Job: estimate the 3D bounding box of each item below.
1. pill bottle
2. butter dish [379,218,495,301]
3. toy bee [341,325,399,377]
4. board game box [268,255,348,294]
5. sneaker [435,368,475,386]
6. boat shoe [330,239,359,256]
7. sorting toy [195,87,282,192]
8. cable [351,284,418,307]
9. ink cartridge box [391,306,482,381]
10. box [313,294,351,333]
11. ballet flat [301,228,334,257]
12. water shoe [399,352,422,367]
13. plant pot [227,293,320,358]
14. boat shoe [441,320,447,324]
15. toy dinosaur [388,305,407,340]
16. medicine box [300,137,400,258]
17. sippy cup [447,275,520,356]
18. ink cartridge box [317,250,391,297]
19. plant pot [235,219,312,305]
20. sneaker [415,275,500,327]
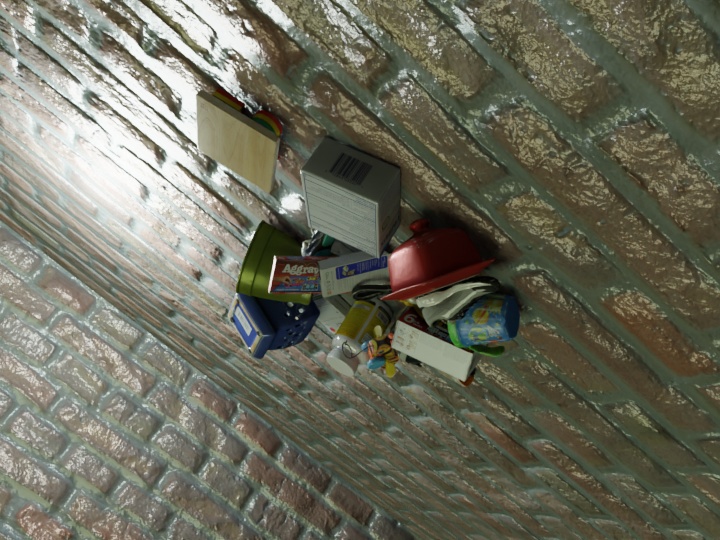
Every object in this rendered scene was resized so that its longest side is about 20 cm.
[{"bbox_3d":[-0.005,0.173,1.934,0.111,0.201,0.113,26,152,15],"label":"pill bottle"},{"bbox_3d":[0.140,-0.034,1.501,0.199,0.198,0.150,-22,85,60],"label":"butter dish"},{"bbox_3d":[0.055,0.203,1.821,0.108,0.200,0.132,-29,83,21],"label":"toy bee"},{"bbox_3d":[-0.113,0.011,1.719,0.197,0.020,0.104,0,129,-21],"label":"board game box"},{"bbox_3d":[0.214,0.236,1.940,0.200,0.076,0.091,49,154,-25],"label":"sneaker"},{"bbox_3d":[-0.026,-0.017,1.789,0.199,0.070,0.071,39,153,-8],"label":"boat shoe"},{"bbox_3d":[-0.256,-0.293,1.592,0.197,0.070,0.200,32,153,4],"label":"sorting toy"},{"bbox_3d":[0.081,0.054,1.724,0.197,0.051,0.097,0,150,-19],"label":"cable"},{"bbox_3d":[0.203,0.157,1.774,0.198,0.175,0.085,23,119,19],"label":"ink cartridge box"},{"bbox_3d":[-0.103,0.100,2.100,0.200,0.041,0.155,44,153,-16],"label":"box"},{"bbox_3d":[-0.098,-0.066,1.726,0.072,0.073,0.201,30,120,5],"label":"ballet flat"},{"bbox_3d":[0.156,0.201,1.957,0.078,0.072,0.200,25,159,7],"label":"water shoe"},{"bbox_3d":[-0.254,0.117,2.048,0.201,0.178,0.200,56,148,14],"label":"plant pot"},{"bbox_3d":[0.155,0.032,1.668,0.204,0.074,0.075,59,-174,-11],"label":"boat shoe"},{"bbox_3d":[0.096,0.164,1.931,0.047,0.089,0.201,18,152,7],"label":"toy dinosaur"},{"bbox_3d":[-0.017,-0.148,1.528,0.180,0.104,0.201,25,152,17],"label":"medicine box"},{"bbox_3d":[0.275,0.102,1.602,0.129,0.142,0.177,-1,159,32],"label":"sippy cup"},{"bbox_3d":[0.000,0.000,1.711,0.197,0.037,0.095,-12,136,-8],"label":"ink cartridge box"},{"bbox_3d":[-0.199,-0.002,1.901,0.191,0.202,0.201,21,153,-2],"label":"plant pot"},{"bbox_3d":[0.210,0.064,1.526,0.199,0.074,0.080,-23,83,39],"label":"sneaker"}]
